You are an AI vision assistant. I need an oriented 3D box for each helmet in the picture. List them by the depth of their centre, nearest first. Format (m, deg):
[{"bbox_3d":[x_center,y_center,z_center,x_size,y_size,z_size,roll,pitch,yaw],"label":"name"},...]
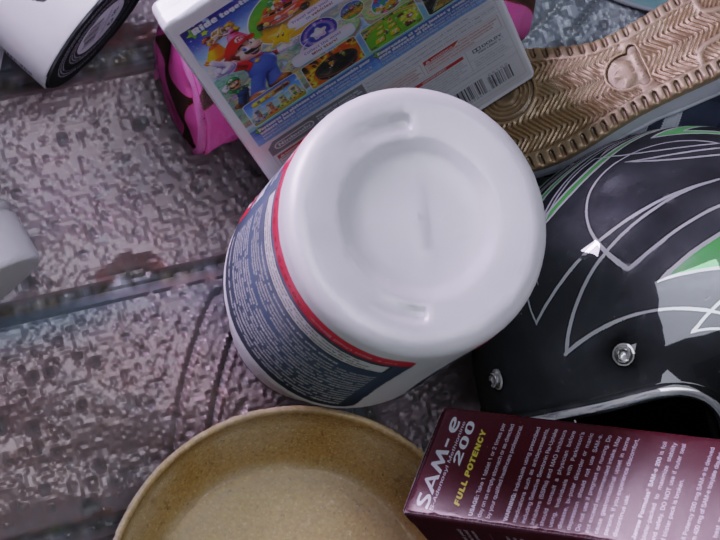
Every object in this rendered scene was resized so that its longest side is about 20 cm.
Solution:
[{"bbox_3d":[0.152,0.026,1.077,0.191,0.200,0.200,45,69,-17],"label":"helmet"}]

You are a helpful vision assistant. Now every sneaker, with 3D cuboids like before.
[{"bbox_3d":[0.136,-0.077,1.162,0.199,0.109,0.071,-22,62,12],"label":"sneaker"}]

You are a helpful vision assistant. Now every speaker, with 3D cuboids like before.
[{"bbox_3d":[-0.200,-0.182,1.076,0.200,0.081,0.081,42,70,2],"label":"speaker"}]

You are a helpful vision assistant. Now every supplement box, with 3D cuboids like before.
[{"bbox_3d":[0.132,0.122,0.999,0.198,0.109,0.061,4,58,31],"label":"supplement box"}]

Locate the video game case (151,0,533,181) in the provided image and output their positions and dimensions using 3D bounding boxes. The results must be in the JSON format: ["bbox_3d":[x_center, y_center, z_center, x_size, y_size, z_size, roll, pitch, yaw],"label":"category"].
[{"bbox_3d":[-0.001,-0.107,1.046,0.143,0.200,0.018,-32,61,1],"label":"video game case"}]

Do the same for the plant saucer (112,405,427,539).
[{"bbox_3d":[-0.030,0.167,1.073,0.198,0.035,0.202,3,77,-14],"label":"plant saucer"}]

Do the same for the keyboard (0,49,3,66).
[{"bbox_3d":[-0.198,-0.156,1.115,0.056,0.011,0.202,12,74,-12],"label":"keyboard"}]

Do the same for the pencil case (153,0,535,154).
[{"bbox_3d":[-0.011,-0.126,1.122,0.199,0.091,0.094,-20,40,-19],"label":"pencil case"}]

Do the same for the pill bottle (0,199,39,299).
[{"bbox_3d":[-0.236,-0.066,1.023,0.119,0.120,0.201,-31,85,-20],"label":"pill bottle"}]

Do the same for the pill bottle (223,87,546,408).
[{"bbox_3d":[0.000,0.000,1.033,0.118,0.200,0.121,4,76,-15],"label":"pill bottle"}]

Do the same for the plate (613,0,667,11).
[{"bbox_3d":[0.178,-0.220,1.155,0.199,0.201,0.026,18,41,-11],"label":"plate"}]
